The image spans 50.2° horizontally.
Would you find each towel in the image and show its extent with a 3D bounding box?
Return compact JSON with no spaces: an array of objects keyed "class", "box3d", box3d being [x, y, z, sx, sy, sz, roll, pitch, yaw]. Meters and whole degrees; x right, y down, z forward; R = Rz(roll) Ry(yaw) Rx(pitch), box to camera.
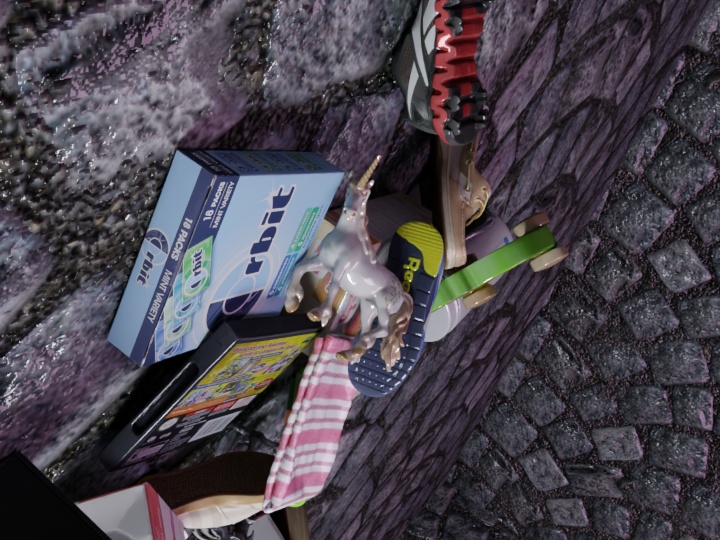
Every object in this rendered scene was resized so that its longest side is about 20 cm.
[{"class":"towel","box3d":[-0.044,0.170,0.863,0.201,0.030,0.146,-71,160,-2]}]

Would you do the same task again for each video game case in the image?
[{"class":"video game case","box3d":[-0.138,0.113,0.761,0.181,0.026,0.200,-45,166,13]}]

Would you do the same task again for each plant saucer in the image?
[{"class":"plant saucer","box3d":[-0.112,0.411,1.193,0.029,0.201,0.201,-1,135,-18]}]

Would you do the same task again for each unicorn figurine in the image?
[{"class":"unicorn figurine","box3d":[-0.006,0.001,0.749,0.138,0.073,0.200,-58,141,-22]}]

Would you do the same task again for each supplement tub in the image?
[{"class":"supplement tub","box3d":[0.132,-0.001,1.150,0.200,0.132,0.132,-39,155,-39]}]

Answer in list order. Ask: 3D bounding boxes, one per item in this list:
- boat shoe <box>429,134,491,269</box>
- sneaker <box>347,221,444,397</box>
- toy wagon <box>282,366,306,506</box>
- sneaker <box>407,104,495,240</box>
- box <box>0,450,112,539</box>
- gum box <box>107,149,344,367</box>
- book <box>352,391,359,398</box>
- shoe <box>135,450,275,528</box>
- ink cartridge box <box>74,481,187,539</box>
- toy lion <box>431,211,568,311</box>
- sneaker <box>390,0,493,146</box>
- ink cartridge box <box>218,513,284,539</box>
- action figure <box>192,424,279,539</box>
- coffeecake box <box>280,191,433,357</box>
[{"class":"boat shoe","box3d":[0.121,-0.096,0.912,0.074,0.069,0.201,98,-6,-66]},{"class":"sneaker","box3d":[0.046,0.045,0.854,0.082,0.073,0.201,-14,126,-80]},{"class":"toy wagon","box3d":[-0.078,0.193,0.986,0.156,0.039,0.201,-89,-174,-56]},{"class":"sneaker","box3d":[0.140,-0.114,1.013,0.201,0.113,0.075,-60,161,11]},{"class":"box","box3d":[-0.253,0.248,0.515,0.200,0.193,0.048,-37,156,-42]},{"class":"gum box","box3d":[-0.109,-0.019,0.665,0.200,0.044,0.171,-18,138,-63]},{"class":"book","box3d":[0.007,0.132,1.045,0.133,0.048,0.200,-36,176,-6]},{"class":"shoe","box3d":[-0.164,0.250,0.864,0.199,0.070,0.054,0,128,-34]},{"class":"ink cartridge box","box3d":[-0.230,0.276,0.731,0.116,0.068,0.200,-15,150,-8]},{"class":"toy lion","box3d":[0.131,0.014,0.949,0.191,0.069,0.200,-22,171,-46]},{"class":"sneaker","box3d":[0.073,-0.226,0.743,0.071,0.098,0.202,-19,117,-42]},{"class":"ink cartridge box","box3d":[-0.190,0.469,1.137,0.146,0.083,0.201,-20,143,-31]},{"class":"action figure","box3d":[-0.169,0.296,0.934,0.119,0.101,0.201,105,4,-63]},{"class":"coffeecake box","box3d":[0.000,0.000,0.918,0.200,0.073,0.154,-23,143,-57]}]
